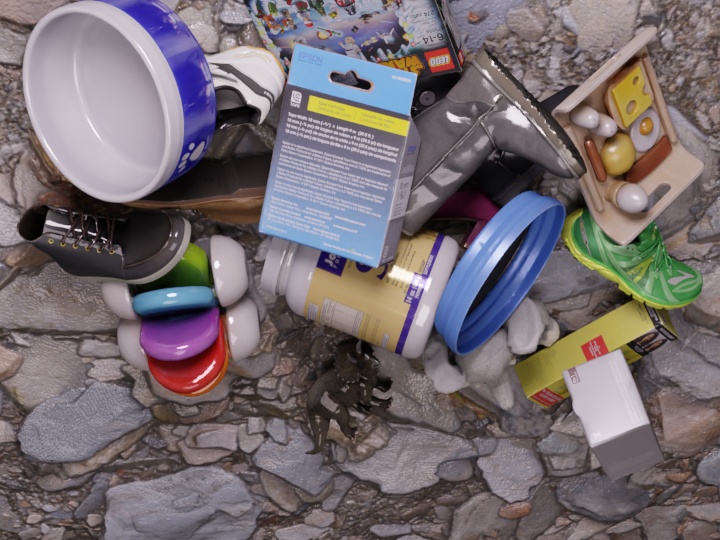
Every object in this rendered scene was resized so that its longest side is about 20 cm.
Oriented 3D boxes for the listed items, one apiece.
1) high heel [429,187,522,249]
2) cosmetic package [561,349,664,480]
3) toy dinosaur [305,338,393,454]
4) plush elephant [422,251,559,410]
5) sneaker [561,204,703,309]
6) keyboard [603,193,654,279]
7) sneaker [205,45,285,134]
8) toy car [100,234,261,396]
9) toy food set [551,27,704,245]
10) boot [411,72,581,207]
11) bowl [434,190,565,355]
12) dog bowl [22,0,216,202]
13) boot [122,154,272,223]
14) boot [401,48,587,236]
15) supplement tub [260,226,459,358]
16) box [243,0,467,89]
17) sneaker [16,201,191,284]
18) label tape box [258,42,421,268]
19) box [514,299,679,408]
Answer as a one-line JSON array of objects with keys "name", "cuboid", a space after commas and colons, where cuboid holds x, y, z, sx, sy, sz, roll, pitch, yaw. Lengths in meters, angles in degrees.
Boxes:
[{"name": "high heel", "cuboid": [0.088, -0.096, 1.533, 0.198, 0.067, 0.097, 26, 90, -16]}, {"name": "cosmetic package", "cuboid": [0.323, 0.187, 1.687, 0.089, 0.108, 0.200, -21, 156, 6]}, {"name": "toy dinosaur", "cuboid": [-0.022, 0.158, 1.719, 0.102, 0.077, 0.200, 36, 125, -15]}, {"name": "plush elephant", "cuboid": [0.152, 0.093, 1.611, 0.163, 0.156, 0.201, -22, 129, 13]}, {"name": "sneaker", "cuboid": [0.333, -0.019, 1.575, 0.198, 0.075, 0.084, 26, 131, -18]}, {"name": "keyboard", "cuboid": [0.322, -0.069, 1.590, 0.055, 0.011, 0.202, -2, 129, 4]}, {"name": "sneaker", "cuboid": [-0.179, -0.182, 1.386, 0.197, 0.088, 0.076, -5, 135, 20]}, {"name": "toy car", "cuboid": [-0.210, 0.063, 1.561, 0.172, 0.151, 0.202, -7, 130, 2]}, {"name": "toy food set", "cuboid": [0.299, -0.144, 1.446, 0.143, 0.060, 0.201, -41, 129, -14]}, {"name": "boot", "cuboid": [0.132, -0.185, 1.449, 0.199, 0.066, 0.165, 36, 106, -17]}, {"name": "bowl", "cuboid": [0.152, 0.000, 1.464, 0.039, 0.200, 0.202, 36, 129, 19]}, {"name": "dog bowl", "cuboid": [-0.243, -0.176, 1.341, 0.198, 0.079, 0.203, 17, 121, 29]}, {"name": "boot", "cuboid": [-0.183, -0.081, 1.502, 0.197, 0.074, 0.076, -1, 140, -6]}, {"name": "boot", "cuboid": [0.113, -0.107, 1.398, 0.200, 0.072, 0.182, -45, 83, 16]}, {"name": "supplement tub", "cuboid": [0.000, 0.000, 1.506, 0.197, 0.146, 0.147, 21, 128, 4]}, {"name": "box", "cuboid": [-0.005, -0.251, 1.357, 0.197, 0.040, 0.138, -8, 132, 24]}, {"name": "sneaker", "cuboid": [-0.287, -0.036, 1.474, 0.198, 0.076, 0.106, -10, 152, 34]}, {"name": "label tape box", "cuboid": [-0.015, -0.121, 1.382, 0.142, 0.063, 0.203, 17, 103, 18]}, {"name": "box", "cuboid": [0.298, 0.103, 1.688, 0.198, 0.051, 0.075, -30, 151, 19]}]
